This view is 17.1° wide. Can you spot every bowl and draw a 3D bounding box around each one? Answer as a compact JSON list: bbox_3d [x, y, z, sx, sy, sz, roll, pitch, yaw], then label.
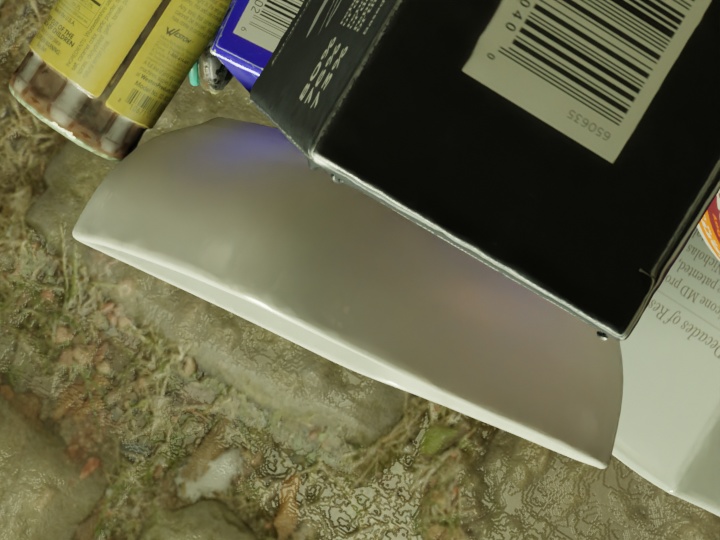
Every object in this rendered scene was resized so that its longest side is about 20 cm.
[{"bbox_3d":[0.000,0.000,0.970,0.200,0.075,0.200,25,176,-30],"label":"bowl"}]

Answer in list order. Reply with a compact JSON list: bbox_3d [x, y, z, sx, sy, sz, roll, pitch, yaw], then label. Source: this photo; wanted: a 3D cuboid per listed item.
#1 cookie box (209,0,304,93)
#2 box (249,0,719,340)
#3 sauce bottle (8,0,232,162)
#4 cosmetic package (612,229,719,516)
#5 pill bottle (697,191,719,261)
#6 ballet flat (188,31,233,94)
[{"bbox_3d":[0.042,-0.066,0.983,0.171,0.075,0.200,27,177,9],"label":"cookie box"},{"bbox_3d":[0.052,-0.080,0.718,0.104,0.148,0.200,30,-175,-10],"label":"box"},{"bbox_3d":[-0.068,-0.142,0.996,0.065,0.200,0.065,35,-175,-3],"label":"sauce bottle"},{"bbox_3d":[0.199,0.011,1.127,0.167,0.200,0.166,27,-175,-38],"label":"cosmetic package"},{"bbox_3d":[0.178,-0.035,0.857,0.109,0.110,0.200,31,-177,-9],"label":"pill bottle"},{"bbox_3d":[-0.045,-0.169,1.085,0.072,0.072,0.201,28,-133,-39],"label":"ballet flat"}]
